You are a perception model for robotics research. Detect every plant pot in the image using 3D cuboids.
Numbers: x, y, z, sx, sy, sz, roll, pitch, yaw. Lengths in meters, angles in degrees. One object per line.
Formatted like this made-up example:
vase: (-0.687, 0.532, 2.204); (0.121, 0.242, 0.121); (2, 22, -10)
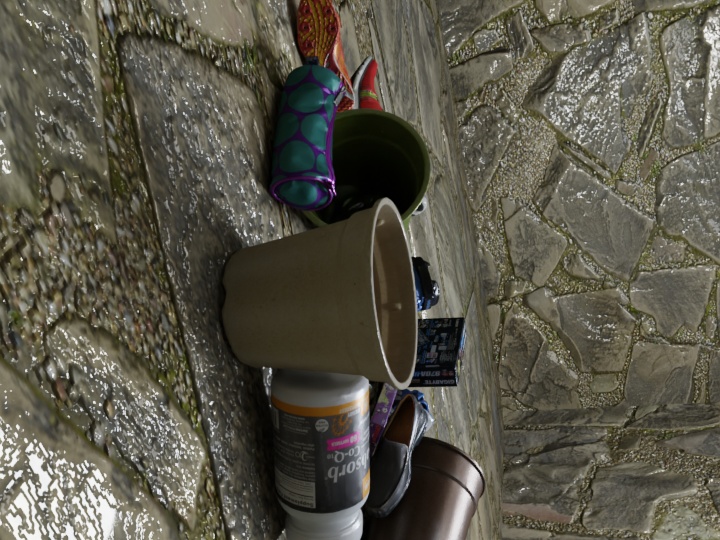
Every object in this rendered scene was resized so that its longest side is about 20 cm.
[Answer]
plant pot: (0.096, 0.417, 1.129); (0.200, 0.197, 0.203); (-66, 147, -47)
plant pot: (-0.045, 0.034, 0.753); (0.200, 0.180, 0.205); (-7, 90, -74)
plant pot: (0.008, -0.102, 1.031); (0.191, 0.196, 0.204); (77, 13, -66)

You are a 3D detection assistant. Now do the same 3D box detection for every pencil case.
pencil case: (-0.068, -0.181, 0.915); (0.085, 0.091, 0.203); (58, 31, -57)

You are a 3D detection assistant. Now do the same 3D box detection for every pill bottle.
pill bottle: (-0.045, 0.216, 0.797); (0.116, 0.114, 0.204); (-41, 131, -70)

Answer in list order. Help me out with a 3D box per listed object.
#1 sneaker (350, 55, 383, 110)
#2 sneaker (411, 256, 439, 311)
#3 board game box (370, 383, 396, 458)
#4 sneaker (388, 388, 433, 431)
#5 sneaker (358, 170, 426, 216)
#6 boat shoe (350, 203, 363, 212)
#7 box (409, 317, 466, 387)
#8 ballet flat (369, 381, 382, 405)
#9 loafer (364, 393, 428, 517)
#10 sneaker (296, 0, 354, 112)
sneaker: (0.008, -0.286, 1.200); (0.077, 0.084, 0.203); (-40, -147, 56)
sneaker: (0.082, 0.062, 1.131); (0.077, 0.109, 0.203); (105, -16, -56)
board game box: (0.043, 0.206, 1.138); (0.121, 0.032, 0.201); (100, 10, -45)
sneaker: (0.084, 0.256, 1.265); (0.200, 0.081, 0.075); (-111, -174, -77)
sneaker: (0.029, -0.164, 1.157); (0.198, 0.080, 0.085); (28, 50, -30)
boat shoe: (0.005, -0.181, 1.222); (0.065, 0.071, 0.202); (42, 52, -31)
box: (0.121, 0.156, 1.336); (0.200, 0.156, 0.047); (-62, 145, -64)
ballet flat: (0.000, 0.140, 1.077); (0.072, 0.068, 0.202); (-95, 173, -50)
loafer: (0.049, 0.290, 1.092); (0.073, 0.072, 0.202); (70, 34, -47)
sneaker: (-0.060, -0.343, 1.077); (0.078, 0.072, 0.203); (-109, -175, -53)
